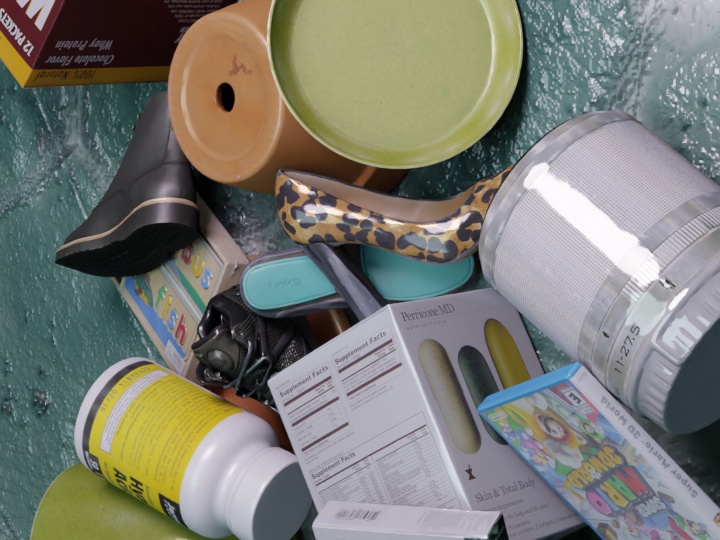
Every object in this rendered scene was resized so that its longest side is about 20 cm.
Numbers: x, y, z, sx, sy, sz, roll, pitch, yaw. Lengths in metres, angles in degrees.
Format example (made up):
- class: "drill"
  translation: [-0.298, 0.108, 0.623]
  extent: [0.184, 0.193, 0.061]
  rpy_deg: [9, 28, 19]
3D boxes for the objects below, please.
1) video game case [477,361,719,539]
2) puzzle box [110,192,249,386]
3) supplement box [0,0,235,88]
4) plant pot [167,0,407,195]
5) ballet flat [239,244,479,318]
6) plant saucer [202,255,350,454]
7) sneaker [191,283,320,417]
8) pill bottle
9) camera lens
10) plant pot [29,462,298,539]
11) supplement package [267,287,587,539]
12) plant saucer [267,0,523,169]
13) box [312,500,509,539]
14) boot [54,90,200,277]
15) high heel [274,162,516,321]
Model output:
- class: "video game case"
  translation: [0.186, 0.153, 1.404]
  extent: [0.200, 0.018, 0.143]
  rpy_deg: [46, 154, -7]
- class: "puzzle box"
  translation: [-0.170, -0.006, 1.775]
  extent: [0.200, 0.025, 0.134]
  rpy_deg: [50, 126, 45]
- class: "supplement box"
  translation: [-0.210, -0.278, 1.692]
  extent: [0.133, 0.197, 0.200]
  rpy_deg: [51, 127, 26]
- class: "plant pot"
  translation: [-0.064, -0.144, 1.613]
  extent: [0.199, 0.140, 0.201]
  rpy_deg: [8, 101, 43]
- class: "ballet flat"
  translation: [0.000, 0.000, 1.607]
  extent: [0.199, 0.073, 0.074]
  rpy_deg: [-8, 90, 7]
- class: "plant saucer"
  translation: [-0.069, 0.085, 1.718]
  extent: [0.199, 0.037, 0.201]
  rpy_deg: [6, 99, 42]
- class: "sneaker"
  translation: [-0.070, 0.096, 1.621]
  extent: [0.076, 0.114, 0.200]
  rpy_deg: [-48, 66, 37]
- class: "pill bottle"
  translation: [-0.138, 0.159, 1.661]
  extent: [0.199, 0.111, 0.112]
  rpy_deg: [24, 111, 33]
- class: "camera lens"
  translation: [0.194, -0.003, 1.375]
  extent: [0.200, 0.160, 0.161]
  rpy_deg: [43, 122, 30]
- class: "plant pot"
  translation: [-0.160, 0.260, 1.751]
  extent: [0.199, 0.187, 0.188]
  rpy_deg: [-6, 92, 27]
- class: "supplement package"
  translation: [0.058, 0.138, 1.526]
  extent: [0.150, 0.151, 0.201]
  rpy_deg: [-33, 74, 40]
- class: "plant saucer"
  translation: [0.026, -0.175, 1.521]
  extent: [0.031, 0.199, 0.201]
  rpy_deg: [128, 128, -81]
- class: "box"
  translation: [0.055, 0.262, 1.439]
  extent: [0.144, 0.036, 0.201]
  rpy_deg: [0, 121, 29]
- class: "boot"
  translation: [-0.201, -0.078, 1.757]
  extent: [0.199, 0.077, 0.139]
  rpy_deg: [-18, 63, 47]
- class: "high heel"
  translation: [0.035, -0.065, 1.528]
  extent: [0.200, 0.071, 0.143]
  rpy_deg: [-37, 94, 13]
